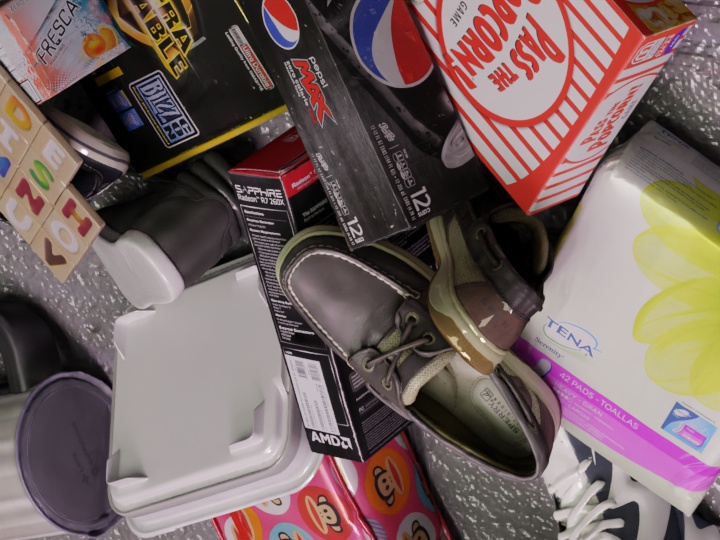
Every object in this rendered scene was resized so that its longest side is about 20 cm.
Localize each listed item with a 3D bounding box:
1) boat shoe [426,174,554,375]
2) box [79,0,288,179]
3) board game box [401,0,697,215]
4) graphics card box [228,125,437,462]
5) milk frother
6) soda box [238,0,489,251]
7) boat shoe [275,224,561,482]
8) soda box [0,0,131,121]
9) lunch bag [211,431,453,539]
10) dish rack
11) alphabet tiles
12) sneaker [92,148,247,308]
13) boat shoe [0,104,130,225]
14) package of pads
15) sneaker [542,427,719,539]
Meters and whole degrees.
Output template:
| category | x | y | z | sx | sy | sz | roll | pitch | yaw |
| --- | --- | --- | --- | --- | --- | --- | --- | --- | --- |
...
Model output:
| category | x | y | z | sx | sy | sz | roll | pitch | yaw |
| --- | --- | --- | --- | --- | --- | --- | --- | --- | --- |
| boat shoe | 0.080 | -0.008 | 1.524 | 0.065 | 0.200 | 0.073 | -35 | 112 | 17 |
| box | -0.128 | -0.172 | 1.649 | 0.159 | 0.049 | 0.201 | -20 | 106 | 45 |
| board game box | 0.078 | -0.155 | 1.473 | 0.200 | 0.046 | 0.152 | 51 | 138 | 19 |
| graphics card box | 0.000 | 0.000 | 1.613 | 0.051 | 0.125 | 0.201 | 7 | 123 | 42 |
| milk frother | -0.298 | 0.133 | 1.878 | 0.188 | 0.200 | 0.181 | -14 | 106 | 41 |
| soda box | -0.007 | -0.118 | 1.499 | 0.071 | 0.063 | 0.201 | -20 | 96 | 58 |
| boat shoe | 0.037 | 0.049 | 1.534 | 0.201 | 0.066 | 0.072 | 39 | 106 | -13 |
| soda box | -0.222 | -0.130 | 1.665 | 0.064 | 0.068 | 0.200 | 59 | 151 | -8 |
| lunch bag | -0.039 | 0.157 | 1.788 | 0.176 | 0.082 | 0.201 | -11 | 109 | 44 |
| dish rack | -0.101 | 0.073 | 1.724 | 0.043 | 0.173 | 0.200 | 22 | 150 | -40 |
| alphabet tiles | -0.238 | -0.085 | 1.659 | 0.200 | 0.008 | 0.167 | 49 | 151 | 3 |
| sneaker | -0.119 | -0.030 | 1.730 | 0.071 | 0.099 | 0.200 | 55 | 166 | -13 |
| boat shoe | -0.200 | -0.062 | 1.711 | 0.074 | 0.062 | 0.200 | 30 | 166 | -16 |
| package of pads | 0.177 | 0.027 | 1.543 | 0.154 | 0.068 | 0.200 | 35 | 133 | 10 |
| sneaker | 0.142 | 0.163 | 1.617 | 0.079 | 0.130 | 0.199 | -31 | 98 | 44 |
